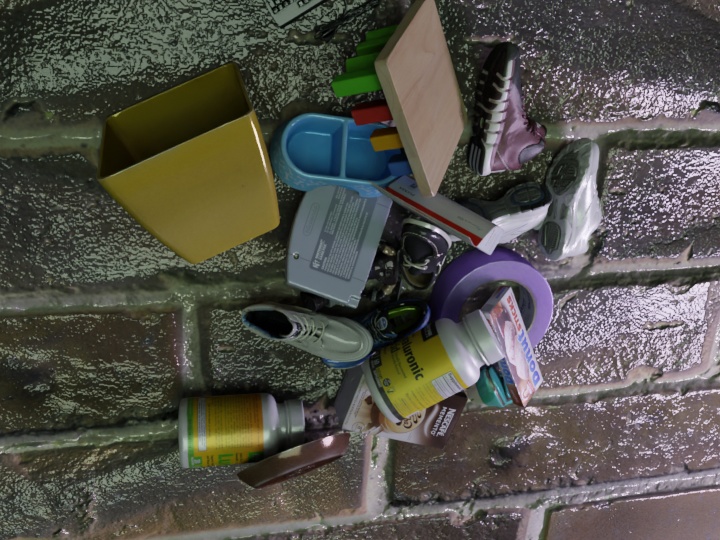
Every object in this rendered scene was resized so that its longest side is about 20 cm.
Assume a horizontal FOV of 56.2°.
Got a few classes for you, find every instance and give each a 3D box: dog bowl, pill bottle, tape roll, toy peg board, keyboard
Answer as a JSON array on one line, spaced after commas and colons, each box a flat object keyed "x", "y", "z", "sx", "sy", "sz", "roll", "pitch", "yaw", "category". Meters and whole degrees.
[{"x": -0.028, "y": -0.169, "z": 0.970, "sx": 0.199, "sy": 0.050, "sz": 0.112, "roll": 5, "pitch": 85, "yaw": -15, "category": "dog bowl"}, {"x": -0.195, "y": 0.261, "z": 1.111, "sx": 0.199, "sy": 0.111, "sz": 0.112, "roll": -2, "pitch": 114, "yaw": -11, "category": "pill bottle"}, {"x": 0.113, "y": 0.142, "z": 1.031, "sx": 0.199, "sy": 0.111, "sz": 0.112, "roll": -29, "pitch": 116, "yaw": 10, "category": "pill bottle"}, {"x": 0.221, "y": 0.064, "z": 1.142, "sx": 0.199, "sy": 0.066, "sz": 0.201, "roll": -5, "pitch": 114, "yaw": -11, "category": "tape roll"}, {"x": 0.056, "y": -0.236, "z": 0.925, "sx": 0.097, "sy": 0.201, "sz": 0.200, "roll": -2, "pitch": 132, "yaw": 29, "category": "toy peg board"}, {"x": -0.032, "y": -0.391, "z": 0.914, "sx": 0.199, "sy": 0.021, "sz": 0.127, "roll": -31, "pitch": 116, "yaw": 3, "category": "keyboard"}]

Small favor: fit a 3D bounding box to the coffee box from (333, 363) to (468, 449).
[{"x": 0.069, "y": 0.226, "z": 1.171, "sx": 0.199, "sy": 0.080, "sz": 0.114, "roll": 15, "pitch": 108, "yaw": -18, "category": "coffee box"}]

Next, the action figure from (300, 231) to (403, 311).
[{"x": 0.000, "y": 0.000, "z": 1.066, "sx": 0.199, "sy": 0.069, "sz": 0.131, "roll": -12, "pitch": 109, "yaw": -23, "category": "action figure"}]

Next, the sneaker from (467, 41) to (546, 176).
[{"x": 0.235, "y": -0.241, "z": 1.016, "sx": 0.115, "sy": 0.076, "sz": 0.201, "roll": -3, "pitch": 124, "yaw": -17, "category": "sneaker"}]

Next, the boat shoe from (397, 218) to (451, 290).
[{"x": 0.086, "y": -0.020, "z": 0.985, "sx": 0.073, "sy": 0.200, "sz": 0.061, "roll": 23, "pitch": 78, "yaw": 9, "category": "boat shoe"}]

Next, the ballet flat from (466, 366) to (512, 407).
[{"x": 0.222, "y": 0.208, "z": 1.160, "sx": 0.070, "sy": 0.068, "sz": 0.200, "roll": -23, "pitch": 160, "yaw": 18, "category": "ballet flat"}]

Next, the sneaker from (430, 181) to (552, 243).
[{"x": 0.209, "y": -0.073, "z": 1.078, "sx": 0.199, "sy": 0.075, "sz": 0.087, "roll": -12, "pitch": 140, "yaw": 3, "category": "sneaker"}]

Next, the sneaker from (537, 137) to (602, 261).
[{"x": 0.354, "y": -0.116, "z": 1.097, "sx": 0.099, "sy": 0.078, "sz": 0.201, "roll": -3, "pitch": 115, "yaw": -29, "category": "sneaker"}]

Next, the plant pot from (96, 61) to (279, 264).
[{"x": -0.211, "y": -0.131, "z": 0.902, "sx": 0.199, "sy": 0.200, "sz": 0.177, "roll": -24, "pitch": 127, "yaw": -1, "category": "plant pot"}]

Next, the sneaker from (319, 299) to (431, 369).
[{"x": 0.022, "y": 0.093, "z": 1.087, "sx": 0.199, "sy": 0.089, "sz": 0.079, "roll": -26, "pitch": 75, "yaw": -6, "category": "sneaker"}]

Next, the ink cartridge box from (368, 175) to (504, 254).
[{"x": 0.111, "y": -0.087, "z": 0.942, "sx": 0.160, "sy": 0.200, "sz": 0.047, "roll": 32, "pitch": 95, "yaw": 18, "category": "ink cartridge box"}]

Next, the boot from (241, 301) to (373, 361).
[{"x": -0.084, "y": 0.096, "z": 1.028, "sx": 0.199, "sy": 0.096, "sz": 0.074, "roll": 12, "pitch": 91, "yaw": 13, "category": "boot"}]

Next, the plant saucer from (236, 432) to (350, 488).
[{"x": -0.106, "y": 0.322, "z": 1.126, "sx": 0.199, "sy": 0.200, "sz": 0.035, "roll": -19, "pitch": 71, "yaw": -7, "category": "plant saucer"}]

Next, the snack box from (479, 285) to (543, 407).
[{"x": 0.249, "y": 0.126, "z": 1.107, "sx": 0.072, "sy": 0.024, "sz": 0.201, "roll": -44, "pitch": 122, "yaw": -34, "category": "snack box"}]

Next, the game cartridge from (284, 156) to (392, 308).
[{"x": -0.036, "y": -0.059, "z": 1.003, "sx": 0.133, "sy": 0.040, "sz": 0.201, "roll": 21, "pitch": 81, "yaw": -15, "category": "game cartridge"}]
